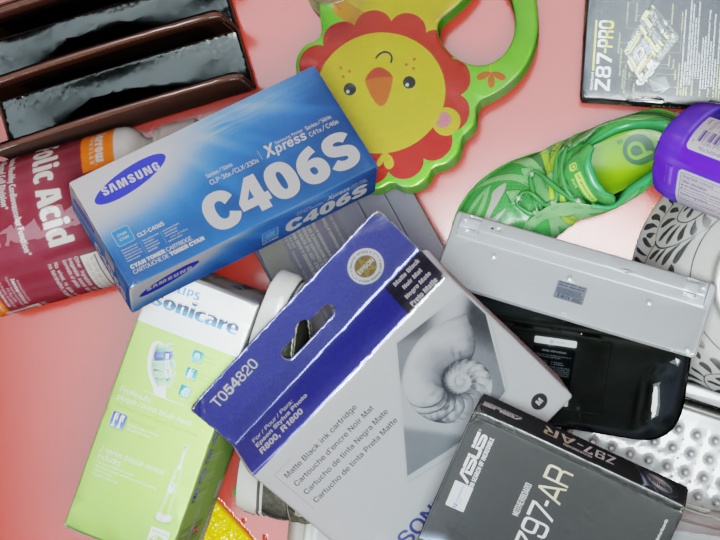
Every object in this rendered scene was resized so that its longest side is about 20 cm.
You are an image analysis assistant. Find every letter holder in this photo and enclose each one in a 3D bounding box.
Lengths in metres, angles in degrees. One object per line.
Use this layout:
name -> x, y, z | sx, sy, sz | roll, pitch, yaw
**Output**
letter holder -> -0.194, -0.160, 1.507 | 0.199, 0.142, 0.101 | -16, 89, 5

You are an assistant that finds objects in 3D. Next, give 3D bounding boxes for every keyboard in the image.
keyboard -> 0.154, 0.009, 1.463 | 0.199, 0.011, 0.057 | 17, 83, 16

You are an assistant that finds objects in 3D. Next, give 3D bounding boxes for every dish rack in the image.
dish rack -> 0.229, 0.168, 1.519 | 0.199, 0.044, 0.173 | 18, 93, 5

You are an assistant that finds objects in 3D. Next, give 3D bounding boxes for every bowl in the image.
bowl -> 0.299, 0.010, 1.487 | 0.199, 0.094, 0.202 | 0, 90, 6

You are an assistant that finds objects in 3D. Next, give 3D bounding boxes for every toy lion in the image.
toy lion -> 0.039, -0.157, 1.511 | 0.199, 0.069, 0.193 | -12, 80, 5

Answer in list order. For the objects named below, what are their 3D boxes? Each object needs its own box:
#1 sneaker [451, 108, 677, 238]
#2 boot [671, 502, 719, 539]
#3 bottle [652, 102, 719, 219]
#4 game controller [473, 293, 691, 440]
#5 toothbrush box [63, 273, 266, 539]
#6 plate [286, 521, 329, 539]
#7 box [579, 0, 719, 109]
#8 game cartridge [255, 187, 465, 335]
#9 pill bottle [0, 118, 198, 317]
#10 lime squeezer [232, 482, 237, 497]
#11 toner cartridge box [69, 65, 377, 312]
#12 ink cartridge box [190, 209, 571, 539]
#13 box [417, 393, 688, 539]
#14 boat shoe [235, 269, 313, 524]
sneaker -> 0.152, -0.066, 1.504 | 0.199, 0.084, 0.074 | -30, 85, 4
boot -> 0.225, 0.200, 1.462 | 0.199, 0.095, 0.074 | 16, 99, 40
bottle -> 0.305, -0.055, 1.412 | 0.199, 0.083, 0.066 | 24, 129, 28
game controller -> 0.146, 0.063, 1.499 | 0.199, 0.042, 0.105 | 8, 95, 27
toothbrush box -> -0.134, 0.103, 1.501 | 0.086, 0.146, 0.201 | 21, 93, 5
plate -> 0.026, 0.233, 1.515 | 0.199, 0.032, 0.201 | 7, 92, 23
box -> 0.250, -0.220, 1.514 | 0.160, 0.049, 0.202 | 3, 90, 3
game cartridge -> 0.000, 0.000, 1.519 | 0.129, 0.038, 0.201 | -30, 70, 7
pill bottle -> -0.205, -0.042, 1.522 | 0.199, 0.114, 0.115 | -16, 89, 5
lime squeezer -> -0.027, 0.094, 1.542 | 0.199, 0.038, 0.071 | -33, 85, 9
toner cartridge box -> -0.096, -0.059, 1.435 | 0.199, 0.043, 0.095 | -28, 69, -15
ink cartridge box -> 0.017, 0.093, 1.428 | 0.200, 0.041, 0.200 | 41, 94, -23
box -> 0.117, 0.210, 1.415 | 0.159, 0.044, 0.201 | 25, 106, 6
boat shoe -> -0.047, 0.094, 1.472 | 0.063, 0.071, 0.201 | 14, 120, 14
